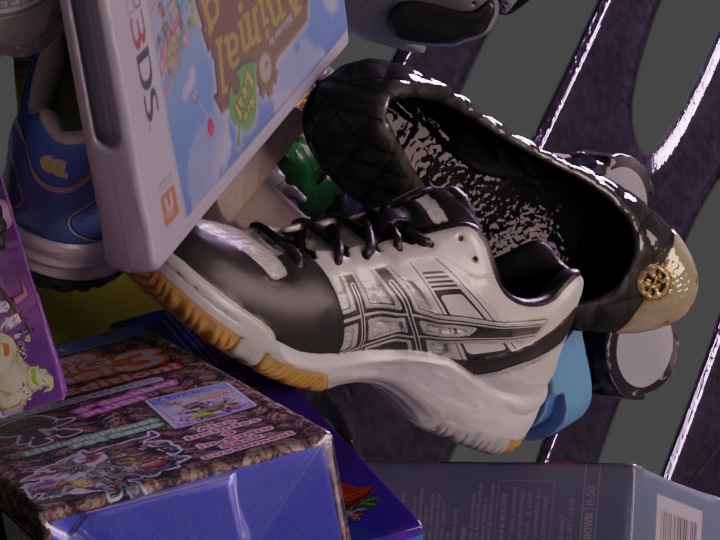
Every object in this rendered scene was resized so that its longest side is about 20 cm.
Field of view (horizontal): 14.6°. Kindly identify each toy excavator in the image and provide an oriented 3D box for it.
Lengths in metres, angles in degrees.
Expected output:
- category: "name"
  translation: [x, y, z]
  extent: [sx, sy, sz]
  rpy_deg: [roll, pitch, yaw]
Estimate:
- category: "toy excavator"
  translation: [0.023, -0.003, 1.171]
  extent: [0.199, 0.100, 0.196]
  rpy_deg: [-29, 115, -36]

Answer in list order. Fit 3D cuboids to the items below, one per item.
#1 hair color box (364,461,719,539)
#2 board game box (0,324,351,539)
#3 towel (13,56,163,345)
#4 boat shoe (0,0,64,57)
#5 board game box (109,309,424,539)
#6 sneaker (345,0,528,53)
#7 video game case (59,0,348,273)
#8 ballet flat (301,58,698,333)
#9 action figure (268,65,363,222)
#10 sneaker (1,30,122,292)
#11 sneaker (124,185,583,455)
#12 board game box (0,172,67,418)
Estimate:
- category: "hair color box"
  translation: [0.040, 0.115, 1.168]
  extent: [0.099, 0.199, 0.061]
  rpy_deg: [25, 66, -59]
- category: "board game box"
  translation: [-0.074, 0.121, 0.942]
  extent: [0.096, 0.200, 0.161]
  rpy_deg: [-14, 104, -19]
- category: "towel"
  translation: [-0.108, -0.034, 1.100]
  extent: [0.086, 0.018, 0.202]
  rpy_deg: [-6, 93, -58]
- category: "boat shoe"
  translation: [-0.112, -0.168, 0.980]
  extent: [0.072, 0.069, 0.202]
  rpy_deg: [87, 10, -65]
- category: "board game box"
  translation: [-0.032, 0.112, 1.036]
  extent: [0.044, 0.200, 0.135]
  rpy_deg: [-15, 117, -19]
- category: "sneaker"
  translation: [0.034, -0.163, 1.177]
  extent: [0.200, 0.115, 0.075]
  rpy_deg: [117, -5, -54]
- category: "video game case"
  translation: [-0.056, -0.125, 0.990]
  extent: [0.200, 0.022, 0.183]
  rpy_deg: [-55, 142, -56]
- category: "ballet flat"
  translation: [0.060, -0.022, 1.113]
  extent: [0.199, 0.057, 0.067]
  rpy_deg: [26, 87, -30]
- category: "action figure"
  translation: [-0.026, -0.048, 1.212]
  extent: [0.118, 0.054, 0.201]
  rpy_deg: [-46, 124, -36]
- category: "sneaker"
  translation: [-0.076, -0.087, 1.047]
  extent: [0.077, 0.075, 0.201]
  rpy_deg: [105, 4, -56]
- category: "sneaker"
  translation: [0.000, 0.000, 1.051]
  extent: [0.199, 0.076, 0.088]
  rpy_deg: [19, 105, -41]
- category: "board game box"
  translation: [-0.136, -0.041, 0.910]
  extent: [0.200, 0.032, 0.121]
  rpy_deg: [-130, -152, -67]
